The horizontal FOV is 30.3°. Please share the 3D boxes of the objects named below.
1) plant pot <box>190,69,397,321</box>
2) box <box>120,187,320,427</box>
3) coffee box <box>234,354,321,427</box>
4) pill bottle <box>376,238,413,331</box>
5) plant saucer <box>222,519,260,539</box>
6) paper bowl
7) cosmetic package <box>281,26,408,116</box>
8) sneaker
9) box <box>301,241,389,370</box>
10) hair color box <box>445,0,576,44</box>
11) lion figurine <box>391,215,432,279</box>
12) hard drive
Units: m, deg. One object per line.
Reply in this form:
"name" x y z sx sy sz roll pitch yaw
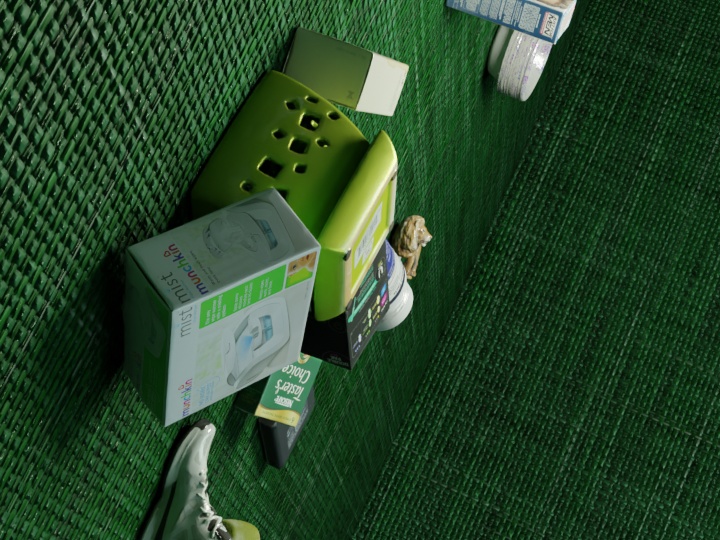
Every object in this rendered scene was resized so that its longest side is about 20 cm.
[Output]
"plant pot" -0.066 -0.073 1.519 0.201 0.180 0.200 -60 167 -28
"box" -0.149 0.037 1.370 0.176 0.097 0.201 -25 149 -29
"coffee box" -0.103 0.126 1.969 0.123 0.044 0.201 30 82 -58
"pill bottle" 0.000 0.000 1.960 0.116 0.115 0.200 -63 144 -22
"plant saucer" -0.224 0.401 1.784 0.199 0.031 0.200 -32 -160 13
"paper bowl" 0.340 -0.471 2.837 0.201 0.104 0.202 22 90 -79
"cosmetic package" -0.016 -0.241 1.632 0.200 0.103 0.074 -18 128 -77
"sneaker" -0.204 0.302 1.737 0.076 0.115 0.202 14 97 -78
"box" -0.054 0.006 1.733 0.125 0.148 0.201 -57 156 -34
"hair color box" 0.254 -0.453 2.232 0.100 0.199 0.061 -52 161 -54
"lion figurine" 0.093 -0.050 2.612 0.200 0.072 0.124 -105 -152 -86
"hard drive" -0.119 0.232 2.204 0.200 0.033 0.140 90 25 -62
